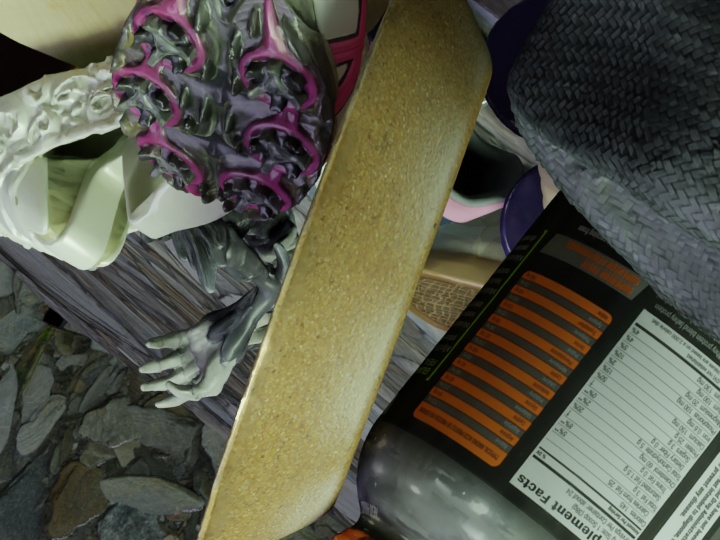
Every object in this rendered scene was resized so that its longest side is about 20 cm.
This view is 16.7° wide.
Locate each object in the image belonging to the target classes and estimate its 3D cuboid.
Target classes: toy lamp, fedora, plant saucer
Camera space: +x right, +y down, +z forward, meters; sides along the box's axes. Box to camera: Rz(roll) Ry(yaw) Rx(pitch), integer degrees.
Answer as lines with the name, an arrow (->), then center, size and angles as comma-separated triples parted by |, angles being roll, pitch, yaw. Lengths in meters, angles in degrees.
toy lamp -> 0.074, -0.035, 0.866 | 0.058, 0.058, 0.200 | 37, 168, 16
fedora -> 0.107, -0.034, 0.600 | 0.200, 0.092, 0.201 | 39, 170, 8
plant saucer -> 0.000, 0.000, 0.742 | 0.035, 0.201, 0.200 | 21, 170, 1

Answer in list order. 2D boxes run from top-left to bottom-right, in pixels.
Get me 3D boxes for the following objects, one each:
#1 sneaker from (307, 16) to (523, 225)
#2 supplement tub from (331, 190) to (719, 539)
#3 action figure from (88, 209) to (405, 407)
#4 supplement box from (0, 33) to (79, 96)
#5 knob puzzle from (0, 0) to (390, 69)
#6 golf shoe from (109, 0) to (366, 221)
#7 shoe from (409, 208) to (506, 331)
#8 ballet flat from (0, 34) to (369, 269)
sneaker -> 0.007, -0.090, 0.895 | 0.081, 0.071, 0.201 | -3, 143, 16
supplement tub -> 0.083, 0.044, 0.740 | 0.122, 0.200, 0.123 | 38, 171, 7
action figure -> -0.064, -0.004, 0.991 | 0.200, 0.102, 0.119 | 38, -159, -51
supplement box -> -0.179, -0.143, 0.906 | 0.133, 0.198, 0.200 | 35, 169, 31
knob puzzle -> -0.070, -0.125, 0.793 | 0.218, 0.031, 0.220 | 7, 146, 5
golf shoe -> -0.024, -0.097, 0.702 | 0.072, 0.092, 0.201 | 21, 142, 12
shoe -> 0.106, 0.016, 0.990 | 0.199, 0.053, 0.070 | 21, 149, 28
ballet flat -> -0.080, -0.038, 0.840 | 0.199, 0.072, 0.072 | -21, 126, 40
